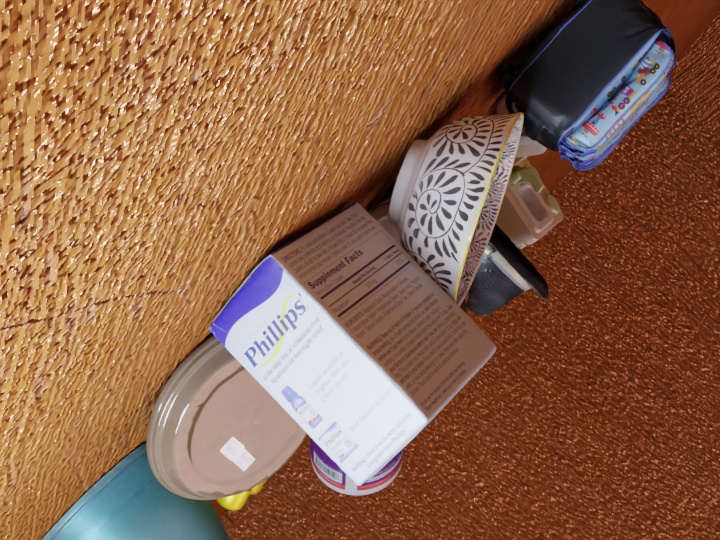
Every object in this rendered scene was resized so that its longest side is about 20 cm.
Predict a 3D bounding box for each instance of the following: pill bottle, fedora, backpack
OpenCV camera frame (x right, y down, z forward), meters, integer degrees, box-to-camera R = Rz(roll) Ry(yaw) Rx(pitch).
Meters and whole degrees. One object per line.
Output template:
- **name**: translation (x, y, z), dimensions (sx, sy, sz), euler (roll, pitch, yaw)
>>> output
- **pill bottle**: translation (-0.003, 0.160, 1.626), dimensions (0.112, 0.112, 0.201), euler (-42, 151, -32)
- **fedora**: translation (0.129, -0.017, 1.690), dimensions (0.092, 0.201, 0.201), euler (-43, 174, 9)
- **backpack**: translation (0.245, -0.199, 1.531), dimensions (0.183, 0.135, 0.200), euler (-46, 170, 0)

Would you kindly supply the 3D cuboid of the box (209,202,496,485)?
- **box**: translation (-0.003, 0.062, 1.302), dimensions (0.105, 0.200, 0.184), euler (-47, 174, 30)

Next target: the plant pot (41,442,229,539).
- **plant pot**: translation (-0.224, 0.317, 1.531), dimensions (0.200, 0.188, 0.200), euler (-44, 173, -7)

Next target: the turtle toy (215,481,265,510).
- **turtle toy**: translation (-0.141, 0.179, 1.576), dimensions (0.146, 0.101, 0.200), euler (-62, 172, 10)

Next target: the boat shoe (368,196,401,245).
- **boat shoe**: translation (0.000, 0.000, 1.510), dimensions (0.200, 0.074, 0.067), euler (-50, 174, 35)

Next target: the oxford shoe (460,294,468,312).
- **oxford shoe**: translation (0.082, 0.081, 1.673), dimensions (0.200, 0.071, 0.073), euler (101, -8, -63)

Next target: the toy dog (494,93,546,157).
- **toy dog**: translation (0.196, -0.154, 1.724), dimensions (0.132, 0.096, 0.200), euler (-43, 173, -19)

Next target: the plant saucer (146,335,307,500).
- **plant saucer**: translation (-0.114, 0.140, 1.368), dimensions (0.199, 0.029, 0.201), euler (-25, 132, -30)

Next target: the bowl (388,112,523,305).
- **bowl**: translation (0.084, -0.072, 1.397), dimensions (0.201, 0.094, 0.202), euler (19, 90, -81)

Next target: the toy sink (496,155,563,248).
- **toy sink**: translation (0.190, -0.080, 1.900), dimensions (0.199, 0.112, 0.130), euler (-34, -179, 29)
